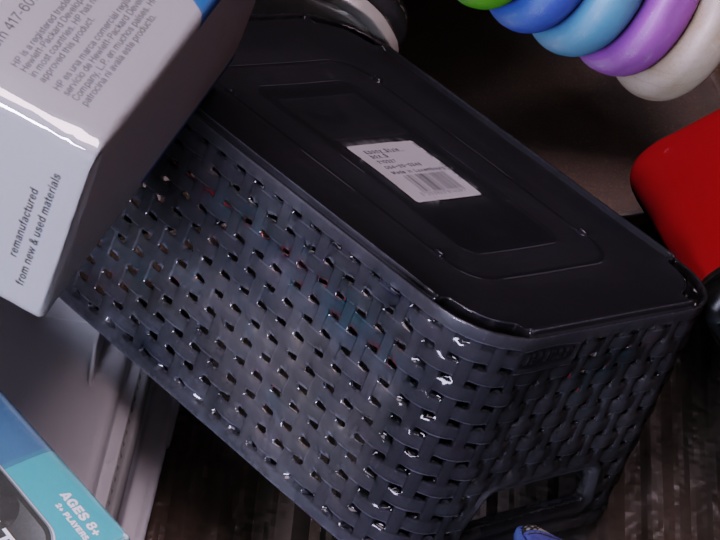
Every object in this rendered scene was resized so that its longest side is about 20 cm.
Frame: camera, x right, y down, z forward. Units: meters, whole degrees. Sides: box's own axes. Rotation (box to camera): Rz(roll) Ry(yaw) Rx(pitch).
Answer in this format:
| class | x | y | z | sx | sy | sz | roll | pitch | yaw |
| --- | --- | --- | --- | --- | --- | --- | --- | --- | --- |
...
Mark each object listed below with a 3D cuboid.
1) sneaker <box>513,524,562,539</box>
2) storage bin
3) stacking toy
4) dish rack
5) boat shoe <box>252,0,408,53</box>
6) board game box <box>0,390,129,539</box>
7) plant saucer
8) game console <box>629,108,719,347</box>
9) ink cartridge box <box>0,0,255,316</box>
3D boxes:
| class | x | y | z | sx | sy | sz | roll | pitch | yaw |
| --- | --- | --- | --- | --- | --- | --- | --- | --- | --- |
| sneaker | 0.009 | 0.136 | 0.874 | 0.200 | 0.075 | 0.078 | -16 | 51 | -37 |
| storage bin | 0.000 | 0.000 | 0.978 | 0.200 | 0.094 | 0.135 | 38 | 28 | 31 |
| stacking toy | 0.047 | -0.132 | 1.074 | 0.200 | 0.085 | 0.085 | 18 | 36 | -25 |
| dish rack | -0.155 | 0.066 | 0.952 | 0.171 | 0.044 | 0.200 | 9 | 42 | 1 |
| boat shoe | -0.051 | -0.123 | 1.127 | 0.200 | 0.074 | 0.060 | 15 | 55 | 43 |
| board game box | -0.194 | 0.087 | 0.857 | 0.200 | 0.047 | 0.151 | -24 | 50 | -29 |
| plant saucer | 0.070 | -0.076 | 1.152 | 0.200 | 0.032 | 0.200 | 3 | 41 | -3 |
| game console | 0.221 | -0.005 | 1.009 | 0.200 | 0.119 | 0.172 | -27 | 30 | 4 |
| ink cartridge box | -0.143 | -0.101 | 0.877 | 0.200 | 0.084 | 0.146 | 29 | 47 | 4 |
